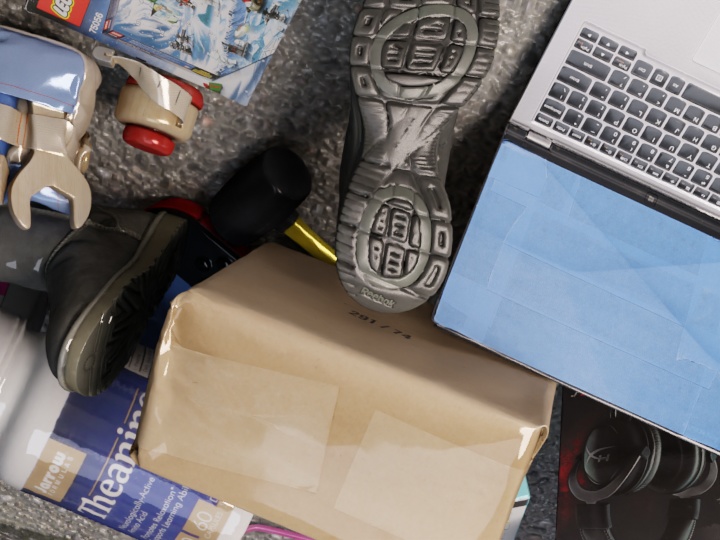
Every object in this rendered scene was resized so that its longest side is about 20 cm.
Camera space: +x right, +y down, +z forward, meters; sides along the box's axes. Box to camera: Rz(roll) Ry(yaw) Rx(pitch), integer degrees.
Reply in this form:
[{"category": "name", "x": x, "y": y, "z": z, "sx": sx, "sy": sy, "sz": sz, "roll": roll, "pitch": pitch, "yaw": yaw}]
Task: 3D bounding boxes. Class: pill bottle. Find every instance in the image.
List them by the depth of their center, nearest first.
[{"category": "pill bottle", "x": -0.158, "y": 0.097, "z": 0.950, "sx": 0.199, "sy": 0.111, "sz": 0.111, "roll": 25, "pitch": 134, "yaw": -11}]

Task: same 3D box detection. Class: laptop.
[{"category": "laptop", "x": 0.167, "y": -0.038, "z": 0.819, "sx": 0.186, "sy": 0.116, "sz": 0.201, "roll": 24, "pitch": 125, "yaw": -3}]

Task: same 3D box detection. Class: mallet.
[{"category": "mallet", "x": 0.000, "y": 0.000, "z": 0.953, "sx": 0.200, "sy": 0.041, "sz": 0.066, "roll": 36, "pitch": 132, "yaw": -8}]

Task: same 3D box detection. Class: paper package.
[{"category": "paper package", "x": 0.000, "y": 0.073, "z": 0.849, "sx": 0.199, "sy": 0.191, "sz": 0.104, "roll": 21, "pitch": 103, "yaw": 6}]

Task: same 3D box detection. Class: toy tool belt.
[{"category": "toy tool belt", "x": -0.200, "y": -0.071, "z": 0.876, "sx": 0.199, "sy": 0.124, "sz": 0.125, "roll": 16, "pitch": 174, "yaw": -1}]

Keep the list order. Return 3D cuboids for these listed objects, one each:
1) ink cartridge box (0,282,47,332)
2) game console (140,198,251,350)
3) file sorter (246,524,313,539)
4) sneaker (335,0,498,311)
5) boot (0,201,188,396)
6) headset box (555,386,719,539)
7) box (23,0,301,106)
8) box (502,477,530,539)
[{"category": "ink cartridge box", "x": -0.324, "y": 0.057, "z": 1.000, "sx": 0.199, "sy": 0.174, "sz": 0.044, "roll": 13, "pitch": 136, "yaw": -3}, {"category": "game console", "x": -0.113, "y": 0.064, "z": 1.017, "sx": 0.177, "sy": 0.031, "sz": 0.200, "roll": 42, "pitch": 124, "yaw": 0}, {"category": "file sorter", "x": -0.064, "y": 0.319, "z": 1.236, "sx": 0.125, "sy": 0.139, "sz": 0.201, "roll": 14, "pitch": 135, "yaw": 1}, {"category": "sneaker", "x": 0.020, "y": -0.083, "z": 0.824, "sx": 0.075, "sy": 0.091, "sz": 0.201, "roll": 13, "pitch": 97, "yaw": -9}, {"category": "boot", "x": -0.219, "y": -0.008, "z": 0.902, "sx": 0.199, "sy": 0.182, "sz": 0.073, "roll": 18, "pitch": 116, "yaw": 3}, {"category": "headset box", "x": 0.203, "y": 0.166, "z": 0.987, "sx": 0.148, "sy": 0.201, "sz": 0.078, "roll": -4, "pitch": 134, "yaw": 16}, {"category": "box", "x": -0.083, "y": -0.191, "z": 0.803, "sx": 0.136, "sy": 0.040, "sz": 0.200, "roll": 23, "pitch": 134, "yaw": -13}, {"category": "box", "x": 0.065, "y": 0.154, "z": 1.035, "sx": 0.082, "sy": 0.049, "sz": 0.200, "roll": -10, "pitch": 162, "yaw": -1}]
